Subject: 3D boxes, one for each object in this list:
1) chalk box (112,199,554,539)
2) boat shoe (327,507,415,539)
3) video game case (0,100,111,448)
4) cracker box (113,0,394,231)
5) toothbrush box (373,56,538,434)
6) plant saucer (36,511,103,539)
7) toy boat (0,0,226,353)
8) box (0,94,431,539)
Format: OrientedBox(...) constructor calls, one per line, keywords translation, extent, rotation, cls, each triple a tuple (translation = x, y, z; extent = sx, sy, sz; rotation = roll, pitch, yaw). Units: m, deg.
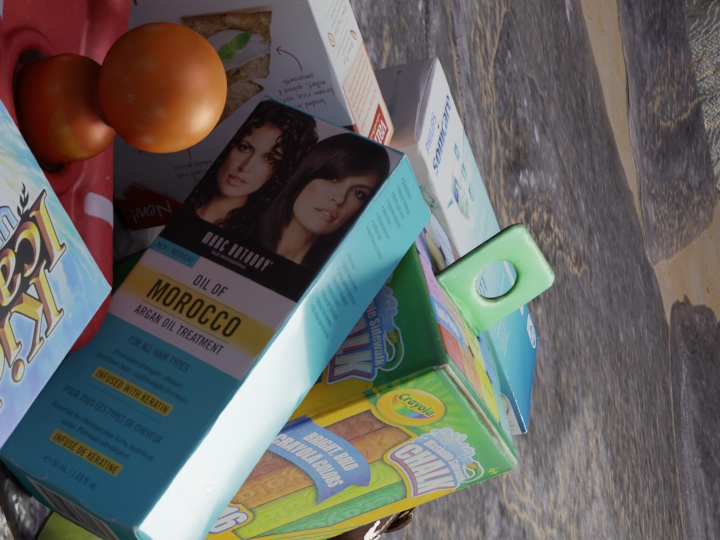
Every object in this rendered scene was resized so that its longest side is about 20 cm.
OrientedBox(translation=(-0.004, 0.038, 0.939), extent=(0.125, 0.199, 0.125), rotation=(51, 21, -54), cls="chalk box")
OrientedBox(translation=(0.013, 0.118, 1.180), extent=(0.200, 0.070, 0.071), rotation=(-60, 133, -62), cls="boat shoe")
OrientedBox(translation=(-0.177, 0.009, 0.632), extent=(0.201, 0.045, 0.182), rotation=(-59, 139, -36), cls="video game case")
OrientedBox(translation=(-0.079, -0.124, 0.935), extent=(0.058, 0.133, 0.201), rotation=(-73, 147, -53), cls="cracker box")
OrientedBox(translation=(0.000, 0.000, 1.087), extent=(0.086, 0.145, 0.201), rotation=(-76, 151, -52), cls="toothbrush box")
OrientedBox(translation=(-0.094, 0.195, 0.895), extent=(0.200, 0.031, 0.202), rotation=(-9, 90, -71), cls="plant saucer")
OrientedBox(translation=(-0.115, -0.068, 0.806), extent=(0.130, 0.130, 0.202), rotation=(42, 42, -62), cls="toy boat")
OrientedBox(translation=(-0.059, 0.025, 0.852), extent=(0.201, 0.082, 0.049), rotation=(-55, 149, -19), cls="box")
